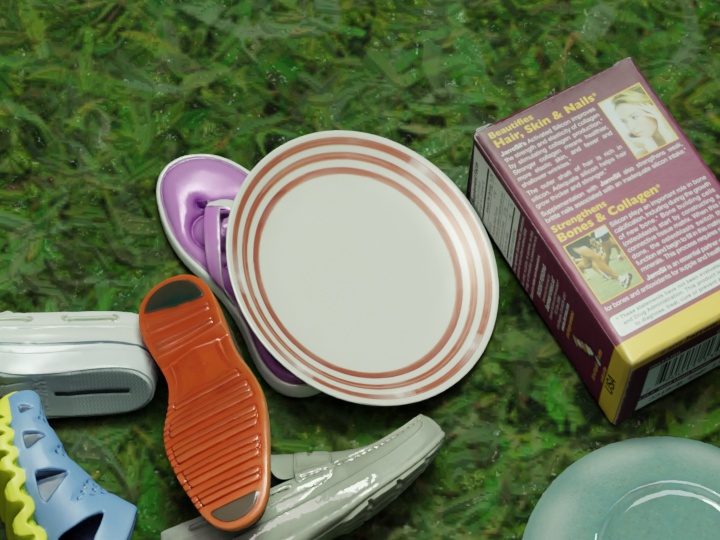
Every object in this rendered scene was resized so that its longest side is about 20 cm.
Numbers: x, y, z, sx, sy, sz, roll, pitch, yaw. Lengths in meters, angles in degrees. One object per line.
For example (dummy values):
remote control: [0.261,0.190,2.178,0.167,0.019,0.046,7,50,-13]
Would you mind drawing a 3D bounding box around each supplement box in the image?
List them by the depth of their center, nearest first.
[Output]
supplement box: [0.175,-0.021,1.689,0.130,0.103,0.201,-26,67,-14]

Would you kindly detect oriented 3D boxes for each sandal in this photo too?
sandal: [-0.181,0.167,1.603,0.086,0.080,0.201,-18,73,-15]
sandal: [-0.070,-0.008,1.705,0.082,0.050,0.203,-29,67,-15]

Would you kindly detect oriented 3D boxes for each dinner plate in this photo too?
dinner plate: [0.000,0.000,1.693,0.199,0.024,0.202,11,62,-21]

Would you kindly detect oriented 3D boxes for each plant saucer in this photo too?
plant saucer: [0.202,0.193,1.617,0.199,0.039,0.203,1,62,-2]

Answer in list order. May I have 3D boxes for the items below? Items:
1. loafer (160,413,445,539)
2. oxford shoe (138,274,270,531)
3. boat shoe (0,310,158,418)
loafer: [-0.036,0.145,1.617,0.199,0.070,0.070,-31,76,-16]
oxford shoe: [-0.088,0.094,1.618,0.071,0.073,0.201,-22,49,6]
boat shoe: [-0.235,0.062,1.663,0.198,0.074,0.067,2,44,-9]
